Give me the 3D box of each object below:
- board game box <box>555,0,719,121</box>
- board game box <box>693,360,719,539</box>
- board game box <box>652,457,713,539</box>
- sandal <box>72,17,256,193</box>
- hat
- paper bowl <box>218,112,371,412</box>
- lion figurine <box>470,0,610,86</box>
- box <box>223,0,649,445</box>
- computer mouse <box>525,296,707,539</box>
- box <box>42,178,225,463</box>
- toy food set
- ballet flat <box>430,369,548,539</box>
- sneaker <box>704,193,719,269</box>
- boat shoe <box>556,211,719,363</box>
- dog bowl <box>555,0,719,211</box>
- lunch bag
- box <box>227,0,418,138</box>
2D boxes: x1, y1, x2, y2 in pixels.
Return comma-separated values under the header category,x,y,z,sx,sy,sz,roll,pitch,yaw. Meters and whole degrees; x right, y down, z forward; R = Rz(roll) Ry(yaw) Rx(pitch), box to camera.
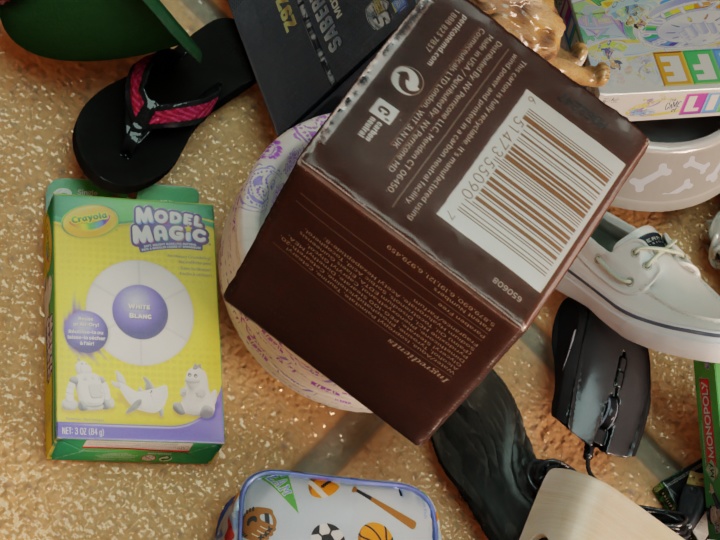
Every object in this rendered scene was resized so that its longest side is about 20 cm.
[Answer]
category,x,y,z,sx,sy,sz,roll,pitch,yaw
board game box,0.251,-0.177,1.519,0.198,0.034,0.136,-5,57,-13
board game box,0.331,0.113,1.459,0.198,0.029,0.136,-4,87,-25
board game box,0.316,0.157,1.491,0.199,0.023,0.105,-25,75,-26
sandal,-0.130,-0.127,1.436,0.075,0.045,0.200,40,51,4
hat,-0.231,-0.159,1.405,0.176,0.166,0.200,-41,46,2
paper bowl,0.000,0.000,1.406,0.198,0.104,0.203,7,65,-16
lion figurine,0.093,-0.124,1.444,0.121,0.201,0.073,11,29,-28
box,0.042,-0.030,1.260,0.164,0.200,0.166,36,60,1
computer mouse,0.194,0.101,1.436,0.140,0.046,0.201,29,44,-13
box,-0.153,0.026,1.375,0.116,0.048,0.202,3,64,-18
toy food set,0.173,0.243,1.355,0.199,0.060,0.144,36,66,-23
ballet flat,0.097,0.144,1.415,0.066,0.057,0.201,-26,70,3
sneaker,0.297,-0.001,1.536,0.080,0.075,0.202,7,59,-4
boat shoe,0.193,0.002,1.428,0.073,0.067,0.199,-10,26,-41
dog bowl,0.210,-0.142,1.545,0.198,0.059,0.202,5,55,-7
lunch bag,-0.017,0.232,1.313,0.159,0.076,0.202,9,63,-17
box,-0.025,-0.213,1.452,0.051,0.157,0.202,6,55,-44
